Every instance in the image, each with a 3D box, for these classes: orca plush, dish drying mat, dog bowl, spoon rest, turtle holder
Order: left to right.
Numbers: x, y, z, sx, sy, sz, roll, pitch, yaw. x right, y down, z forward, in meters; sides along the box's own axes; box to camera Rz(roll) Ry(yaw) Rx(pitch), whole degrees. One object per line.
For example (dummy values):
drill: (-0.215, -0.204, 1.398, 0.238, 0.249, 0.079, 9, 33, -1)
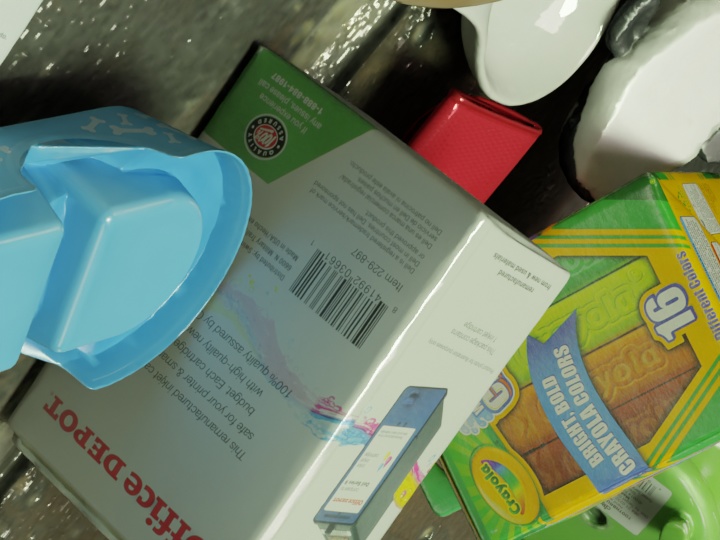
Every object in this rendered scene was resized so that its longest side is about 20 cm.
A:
dog bowl: (-0.125, -0.004, 0.815, 0.200, 0.050, 0.112, -17, 139, -50)
dish drying mat: (0.000, 0.000, 1.014, 0.200, 0.018, 0.077, -51, 147, 16)
spoon rest: (0.057, -0.125, 0.952, 0.200, 0.061, 0.100, 13, 112, -52)
turtle holder: (0.155, 0.120, 1.225, 0.132, 0.140, 0.186, -46, 140, -37)
orca plush: (0.157, -0.125, 1.070, 0.105, 0.071, 0.201, 22, 100, -31)

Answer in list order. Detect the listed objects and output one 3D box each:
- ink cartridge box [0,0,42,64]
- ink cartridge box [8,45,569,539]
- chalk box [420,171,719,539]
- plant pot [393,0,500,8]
ink cartridge box: (-0.182, -0.112, 0.706, 0.200, 0.043, 0.196, -56, 146, 7)
ink cartridge box: (-0.034, 0.033, 0.920, 0.200, 0.145, 0.087, -54, 147, 4)
chalk box: (0.099, 0.051, 1.057, 0.199, 0.125, 0.124, -31, 170, 22)
plant pot: (0.046, -0.205, 0.821, 0.200, 0.093, 0.201, -21, 141, -18)
